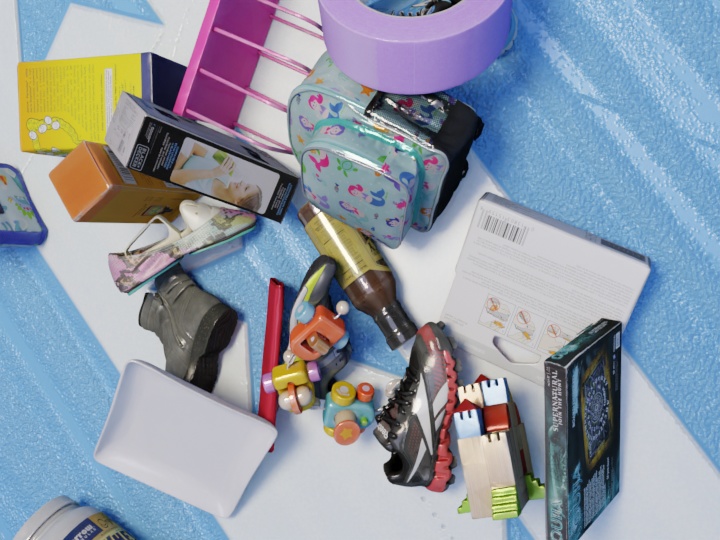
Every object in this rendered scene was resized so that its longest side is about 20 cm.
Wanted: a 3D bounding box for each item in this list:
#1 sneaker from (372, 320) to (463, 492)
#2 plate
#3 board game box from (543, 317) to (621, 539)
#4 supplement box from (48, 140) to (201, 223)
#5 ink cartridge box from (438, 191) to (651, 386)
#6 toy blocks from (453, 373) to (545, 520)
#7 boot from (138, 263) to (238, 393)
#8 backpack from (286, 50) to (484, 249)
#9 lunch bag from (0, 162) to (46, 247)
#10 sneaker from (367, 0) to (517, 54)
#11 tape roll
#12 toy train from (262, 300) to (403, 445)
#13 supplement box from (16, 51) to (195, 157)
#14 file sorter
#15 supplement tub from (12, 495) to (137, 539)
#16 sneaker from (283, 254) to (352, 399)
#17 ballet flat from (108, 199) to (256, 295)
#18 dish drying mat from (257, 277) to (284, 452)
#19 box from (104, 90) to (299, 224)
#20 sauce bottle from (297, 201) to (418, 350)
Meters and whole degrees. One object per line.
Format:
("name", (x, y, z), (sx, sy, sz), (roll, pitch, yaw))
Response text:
("sneaker", (0.063, 0.160, 0.843), (0.095, 0.071, 0.207), (-1, 102, -16))
("plate", (-0.219, 0.209, 0.914), (0.196, 0.033, 0.202), (26, 124, -7))
("board game box", (0.232, 0.168, 0.761), (0.028, 0.134, 0.206), (9, 110, 41))
("supplement box", (-0.274, -0.101, 0.882), (0.066, 0.199, 0.070), (-36, 80, 16))
("ink cartridge box", (0.200, 0.032, 0.830), (0.196, 0.043, 0.178), (23, 114, 14))
("toy blocks", (0.144, 0.179, 0.789), (0.097, 0.199, 0.141), (-13, 78, 17))
("boot", (-0.247, 0.101, 0.969), (0.129, 0.067, 0.204), (32, 103, 25))
("backpack", (0.010, -0.135, 0.797), (0.198, 0.179, 0.152), (34, 67, 11))
("lunch bag", (-0.547, -0.092, 0.981), (0.197, 0.170, 0.130), (33, 103, 13))
("sneaker", (0.075, -0.282, 0.820), (0.194, 0.090, 0.081), (0, 94, 17))
("tape roll", (0.054, -0.273, 0.736), (0.194, 0.066, 0.205), (-2, 58, 4))
("toy train", (-0.028, 0.130, 0.842), (0.149, 0.056, 0.200), (-36, 123, 19))
("supplement box", (-0.322, -0.205, 0.936), (0.194, 0.109, 0.113), (1, 94, 17))
("file sorter", (-0.103, -0.249, 0.852), (0.123, 0.139, 0.205), (24, 100, 12))
("supplement tub", (-0.358, 0.409, 0.971), (0.197, 0.144, 0.147), (31, 102, 12))
("sneaker", (-0.045, 0.073, 0.882), (0.079, 0.074, 0.204), (13, 122, 2))
("ballet flat", (-0.227, -0.042, 0.916), (0.196, 0.069, 0.072), (-27, 105, 0))
("dish drying mat", (-0.111, 0.116, 0.917), (0.018, 0.077, 0.206), (4, 96, -14))
("box", (-0.180, -0.128, 0.840), (0.116, 0.197, 0.061), (40, 106, 52))
("sauce bottle", (0.000, 0.000, 0.877), (0.064, 0.065, 0.203), (-34, 86, 16))
